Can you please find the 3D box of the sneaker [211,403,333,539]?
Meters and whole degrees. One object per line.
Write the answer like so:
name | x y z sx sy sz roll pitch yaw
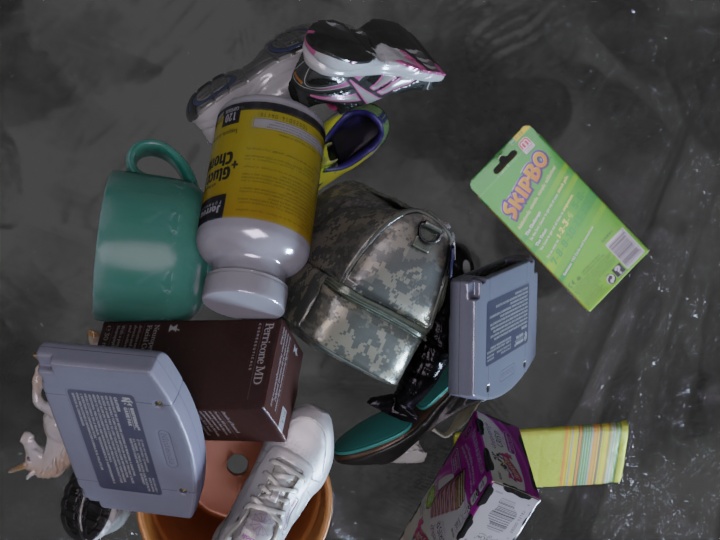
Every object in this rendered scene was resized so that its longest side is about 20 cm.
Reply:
sneaker | -0.081 0.226 1.150 0.074 0.100 0.201 28 94 -6

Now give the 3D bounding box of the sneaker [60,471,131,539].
sneaker | -0.248 0.187 1.254 0.073 0.079 0.202 25 90 20

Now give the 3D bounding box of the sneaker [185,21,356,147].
sneaker | -0.084 -0.192 1.252 0.199 0.075 0.087 -31 120 1

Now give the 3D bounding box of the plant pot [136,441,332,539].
plant pot | -0.131 0.225 1.266 0.198 0.140 0.202 -1 99 -4

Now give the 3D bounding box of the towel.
towel | 0.201 0.207 1.337 0.198 0.018 0.087 -2 123 -4

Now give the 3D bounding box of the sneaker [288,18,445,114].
sneaker | -0.001 -0.203 1.215 0.086 0.199 0.081 -51 58 33

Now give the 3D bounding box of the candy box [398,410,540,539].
candy box | 0.109 0.271 1.270 0.061 0.137 0.201 22 111 -12

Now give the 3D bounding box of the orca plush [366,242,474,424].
orca plush | 0.062 0.057 1.269 0.105 0.071 0.201 32 88 27

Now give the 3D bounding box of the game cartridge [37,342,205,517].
game cartridge | -0.214 0.150 1.106 0.132 0.042 0.201 2 130 10

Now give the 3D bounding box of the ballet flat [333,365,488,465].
ballet flat | 0.067 0.171 1.314 0.199 0.068 0.069 -34 113 1

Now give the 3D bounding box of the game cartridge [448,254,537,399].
game cartridge | 0.140 0.062 1.244 0.041 0.200 0.135 9 101 25

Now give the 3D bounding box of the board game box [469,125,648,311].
board game box | 0.216 -0.059 1.309 0.096 0.030 0.200 -45 102 2

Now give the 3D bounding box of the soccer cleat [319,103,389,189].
soccer cleat | -0.056 -0.109 1.250 0.199 0.084 0.065 -36 100 2

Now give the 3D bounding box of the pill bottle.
pill bottle | -0.099 -0.060 1.155 0.111 0.112 0.202 9 69 -6

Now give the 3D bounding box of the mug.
mug | -0.204 -0.035 1.215 0.113 0.152 0.187 7 98 -7

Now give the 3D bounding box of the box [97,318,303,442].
box | -0.164 0.108 1.163 0.198 0.075 0.101 -2 55 16

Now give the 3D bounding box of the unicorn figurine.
unicorn figurine | -0.302 0.143 1.270 0.198 0.074 0.139 -16 110 -8

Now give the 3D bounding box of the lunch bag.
lunch bag | 0.000 0.000 1.209 0.139 0.200 0.169 27 93 -27
